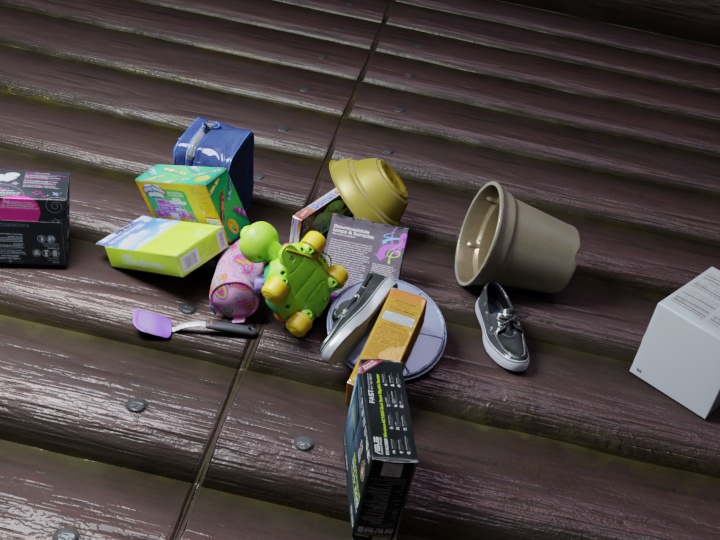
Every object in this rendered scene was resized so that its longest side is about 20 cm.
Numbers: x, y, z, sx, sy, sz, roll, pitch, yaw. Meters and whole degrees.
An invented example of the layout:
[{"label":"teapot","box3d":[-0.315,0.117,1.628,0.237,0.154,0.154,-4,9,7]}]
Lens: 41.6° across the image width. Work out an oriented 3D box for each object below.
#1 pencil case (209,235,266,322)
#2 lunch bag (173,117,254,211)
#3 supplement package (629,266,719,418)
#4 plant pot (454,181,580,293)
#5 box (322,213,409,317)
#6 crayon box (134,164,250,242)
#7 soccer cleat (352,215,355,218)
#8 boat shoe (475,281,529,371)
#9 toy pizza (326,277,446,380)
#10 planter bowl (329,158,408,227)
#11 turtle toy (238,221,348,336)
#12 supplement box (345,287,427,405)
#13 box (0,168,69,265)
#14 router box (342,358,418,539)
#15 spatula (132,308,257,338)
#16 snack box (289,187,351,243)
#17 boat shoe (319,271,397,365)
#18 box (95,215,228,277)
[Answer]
[{"label":"pencil case","box3d":[-0.202,0.003,1.620,0.087,0.088,0.200,9,33,-4]},{"label":"lunch bag","box3d":[-0.283,-0.188,1.776,0.132,0.200,0.136,14,38,9]},{"label":"supplement package","box3d":[0.593,0.119,1.614,0.151,0.152,0.200,35,40,31]},{"label":"plant pot","box3d":[0.299,-0.045,1.762,0.183,0.201,0.201,16,32,-13]},{"label":"box","box3d":[0.000,0.000,1.656,0.142,0.036,0.201,12,59,1]},{"label":"crayon box","box3d":[-0.298,-0.121,1.675,0.200,0.119,0.058,8,41,40]},{"label":"soccer cleat","box3d":[0.005,-0.044,1.786,0.084,0.065,0.200,29,27,-15]},{"label":"boat shoe","box3d":[0.248,0.090,1.634,0.070,0.066,0.200,5,33,-10]},{"label":"toy pizza","box3d":[0.042,0.099,1.559,0.199,0.032,0.201,5,54,-7]},{"label":"planter bowl","box3d":[0.034,-0.153,1.821,0.200,0.083,0.201,47,20,-23]},{"label":"turtle toy","box3d":[-0.119,0.003,1.535,0.101,0.200,0.146,3,46,47]},{"label":"supplement box","box3d":[0.042,0.124,1.473,0.069,0.067,0.200,17,50,10]},{"label":"box","box3d":[-0.596,-0.091,1.599,0.199,0.133,0.115,2,30,-14]},{"label":"router box","box3d":[0.022,0.237,1.268,0.062,0.150,0.200,6,33,-9]},{"label":"spatula","box3d":[-0.265,0.090,1.523,0.199,0.021,0.057,5,32,-11]},{"label":"snack box","box3d":[-0.072,-0.108,1.832,0.024,0.072,0.200,25,36,20]},{"label":"boat shoe","box3d":[-0.012,0.074,1.510,0.057,0.069,0.200,30,49,16]},{"label":"box","box3d":[-0.342,-0.043,1.627,0.199,0.048,0.122,8,32,35]}]
